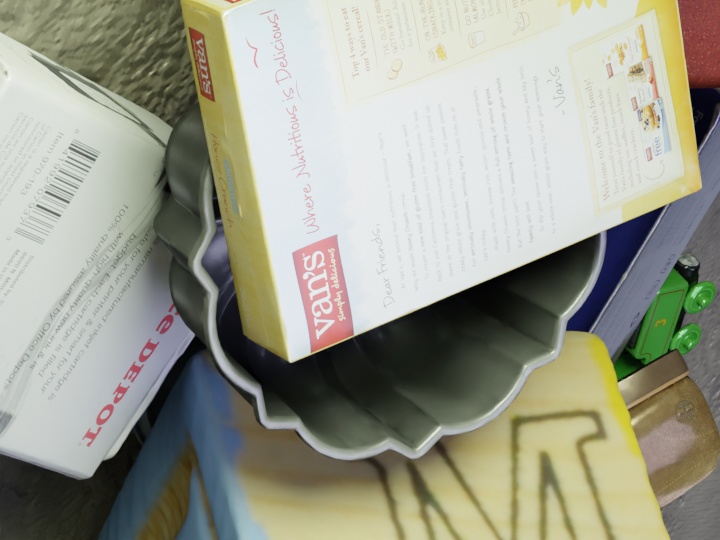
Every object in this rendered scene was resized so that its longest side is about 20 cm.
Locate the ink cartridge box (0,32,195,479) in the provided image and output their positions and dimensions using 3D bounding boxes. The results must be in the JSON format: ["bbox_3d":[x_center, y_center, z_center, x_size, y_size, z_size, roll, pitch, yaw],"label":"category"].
[{"bbox_3d":[-0.147,-0.012,1.204,0.145,0.083,0.200,-56,149,4],"label":"ink cartridge box"}]

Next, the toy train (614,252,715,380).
[{"bbox_3d":[0.154,0.076,1.730,0.056,0.042,0.200,-12,131,-34],"label":"toy train"}]

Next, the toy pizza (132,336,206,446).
[{"bbox_3d":[-0.038,0.008,1.417,0.200,0.032,0.200,-32,142,-29],"label":"toy pizza"}]

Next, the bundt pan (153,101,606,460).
[{"bbox_3d":[0.002,-0.029,1.205,0.202,0.076,0.202,-12,112,-31],"label":"bundt pan"}]

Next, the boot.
[{"bbox_3d":[0.107,0.124,1.639,0.200,0.076,0.074,-30,179,-3],"label":"boot"}]

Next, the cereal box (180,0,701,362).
[{"bbox_3d":[0.035,-0.066,1.144,0.200,0.040,0.144,-21,116,-25],"label":"cereal box"}]

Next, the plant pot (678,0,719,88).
[{"bbox_3d":[0.112,-0.191,1.280,0.176,0.200,0.200,-20,137,-25],"label":"plant pot"}]

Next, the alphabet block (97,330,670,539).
[{"bbox_3d":[0.013,0.156,1.336,0.200,0.197,0.195,-3,150,-22],"label":"alphabet block"}]

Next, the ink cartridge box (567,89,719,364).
[{"bbox_3d":[0.139,-0.016,1.555,0.200,0.041,0.200,-60,170,11],"label":"ink cartridge box"}]
